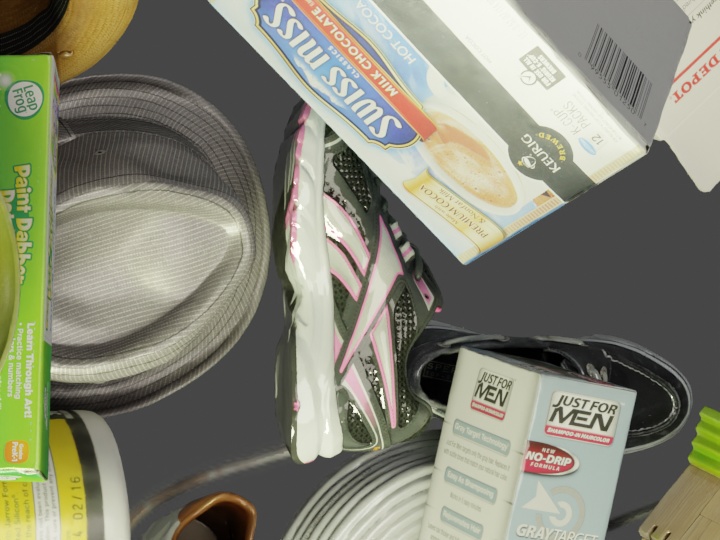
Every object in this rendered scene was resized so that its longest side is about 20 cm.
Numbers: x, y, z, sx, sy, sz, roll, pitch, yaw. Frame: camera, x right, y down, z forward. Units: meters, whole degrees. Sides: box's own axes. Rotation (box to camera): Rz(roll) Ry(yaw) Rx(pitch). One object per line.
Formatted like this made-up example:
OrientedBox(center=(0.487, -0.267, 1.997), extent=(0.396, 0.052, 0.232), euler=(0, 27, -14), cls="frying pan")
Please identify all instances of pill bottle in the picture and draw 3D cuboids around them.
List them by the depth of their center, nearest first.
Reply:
OrientedBox(center=(-0.222, 0.127, 1.106), extent=(0.199, 0.111, 0.112), euler=(-2, 98, -23), cls="pill bottle")

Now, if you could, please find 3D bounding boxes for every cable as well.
OrientedBox(center=(0.041, 0.190, 1.250), extent=(0.199, 0.069, 0.201), euler=(3, 96, -23), cls="cable")

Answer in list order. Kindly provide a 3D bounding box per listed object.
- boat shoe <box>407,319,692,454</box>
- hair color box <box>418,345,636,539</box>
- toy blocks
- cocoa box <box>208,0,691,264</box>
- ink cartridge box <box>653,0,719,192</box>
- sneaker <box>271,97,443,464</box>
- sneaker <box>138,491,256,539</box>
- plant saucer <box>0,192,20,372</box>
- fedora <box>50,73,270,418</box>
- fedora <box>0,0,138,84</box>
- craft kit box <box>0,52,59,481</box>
OrientedBox(center=(0.107, 0.067, 1.262), extent=(0.199, 0.068, 0.072), euler=(13, 92, -24), cls="boat shoe")
OrientedBox(center=(0.075, 0.147, 1.168), extent=(0.060, 0.099, 0.201), euler=(11, 92, -23), cls="hair color box")
OrientedBox(center=(0.198, 0.194, 1.284), extent=(0.137, 0.100, 0.200), euler=(-47, 139, -21), cls="toy blocks")
OrientedBox(center=(0.047, -0.132, 1.140), extent=(0.200, 0.131, 0.134), euler=(45, 37, -17), cls="cocoa box")
OrientedBox(center=(0.160, -0.154, 1.253), extent=(0.117, 0.067, 0.200), euler=(-42, 110, -11), cls="ink cartridge box")
OrientedBox(center=(0.000, 0.000, 1.187), extent=(0.086, 0.080, 0.201), euler=(0, 92, -11), cls="sneaker")
OrientedBox(center=(-0.099, 0.194, 1.130), extent=(0.073, 0.085, 0.200), euler=(28, 48, -19), cls="sneaker")
OrientedBox(center=(-0.250, 0.010, 1.010), extent=(0.199, 0.031, 0.201), euler=(0, 77, -2), cls="plant saucer")
OrientedBox(center=(-0.123, -0.007, 1.140), extent=(0.199, 0.090, 0.178), euler=(-12, 102, -21), cls="fedora")
OrientedBox(center=(-0.204, -0.160, 1.072), extent=(0.200, 0.201, 0.082), euler=(17, 50, -24), cls="fedora")
OrientedBox(center=(-0.241, -0.003, 1.049), extent=(0.197, 0.049, 0.201), euler=(1, 78, 0), cls="craft kit box")
